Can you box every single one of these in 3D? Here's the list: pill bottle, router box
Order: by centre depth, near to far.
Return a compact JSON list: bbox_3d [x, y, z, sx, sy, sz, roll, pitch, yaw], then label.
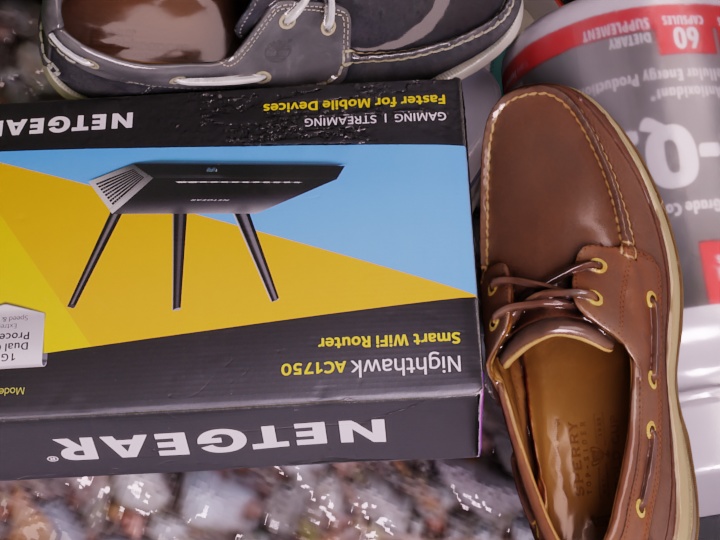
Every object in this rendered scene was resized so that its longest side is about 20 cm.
[{"bbox_3d":[-0.056,0.002,0.795,0.200,0.051,0.149,-4,55,2],"label":"router box"},{"bbox_3d":[0.127,-0.006,0.854,0.114,0.114,0.200,1,70,-27],"label":"pill bottle"}]

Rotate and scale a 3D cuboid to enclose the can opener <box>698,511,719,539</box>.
[{"bbox_3d":[0.149,0.189,0.827,0.066,0.053,0.200,-3,49,12],"label":"can opener"}]

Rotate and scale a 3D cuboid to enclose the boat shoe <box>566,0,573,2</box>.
[{"bbox_3d":[0.069,-0.167,1.022,0.200,0.076,0.074,23,23,-23],"label":"boat shoe"}]

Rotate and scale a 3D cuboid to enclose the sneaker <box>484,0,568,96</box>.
[{"bbox_3d":[0.068,-0.088,0.976,0.200,0.093,0.070,48,9,-20],"label":"sneaker"}]

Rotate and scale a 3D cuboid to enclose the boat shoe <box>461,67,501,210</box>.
[{"bbox_3d":[0.000,0.000,0.865,0.074,0.065,0.200,30,64,25],"label":"boat shoe"}]

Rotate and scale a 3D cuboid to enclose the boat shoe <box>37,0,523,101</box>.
[{"bbox_3d":[-0.029,-0.102,0.835,0.200,0.068,0.072,-6,74,-7],"label":"boat shoe"}]

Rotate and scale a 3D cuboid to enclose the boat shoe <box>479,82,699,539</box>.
[{"bbox_3d":[0.080,0.021,0.767,0.068,0.072,0.200,27,53,-65],"label":"boat shoe"}]
